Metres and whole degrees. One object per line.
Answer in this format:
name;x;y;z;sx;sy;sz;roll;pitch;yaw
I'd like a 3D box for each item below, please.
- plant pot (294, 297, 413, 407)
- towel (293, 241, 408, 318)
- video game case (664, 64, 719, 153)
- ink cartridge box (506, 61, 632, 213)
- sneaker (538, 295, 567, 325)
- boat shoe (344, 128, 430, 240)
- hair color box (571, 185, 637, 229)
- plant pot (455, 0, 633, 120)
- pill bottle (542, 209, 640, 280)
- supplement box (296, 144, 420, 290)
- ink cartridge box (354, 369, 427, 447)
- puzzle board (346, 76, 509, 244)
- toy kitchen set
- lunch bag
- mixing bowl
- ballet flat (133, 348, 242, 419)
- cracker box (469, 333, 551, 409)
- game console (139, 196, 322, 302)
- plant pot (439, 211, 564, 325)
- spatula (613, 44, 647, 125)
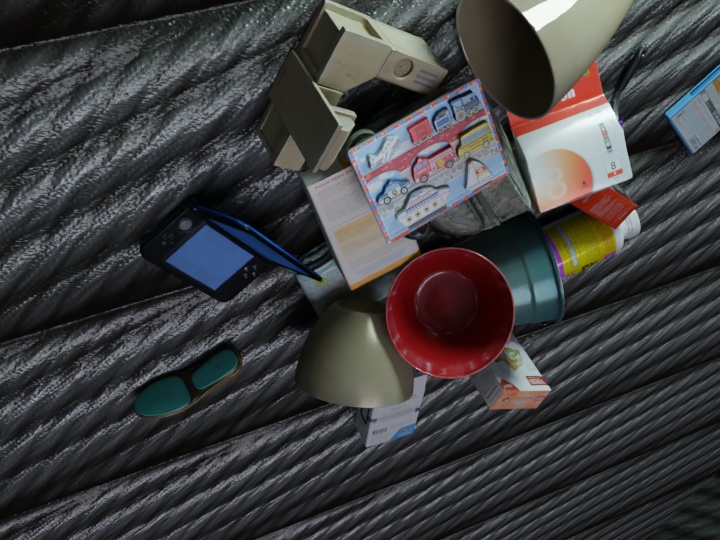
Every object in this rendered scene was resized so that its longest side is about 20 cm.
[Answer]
plant pot;-0.004;0.122;1.352;0.198;0.200;0.137;-1;104;-31
towel;0.000;0.000;1.378;0.198;0.048;0.172;-28;141;-2
video game case;0.645;-0.312;1.474;0.200;0.018;0.143;-43;139;16
ink cartridge box;0.317;-0.209;1.263;0.160;0.050;0.203;-20;111;-3
sneaker;0.312;0.067;1.608;0.197;0.100;0.071;-21;143;-9
boat shoe;0.048;-0.105;1.147;0.074;0.066;0.200;-31;126;0
hair color box;0.382;-0.149;1.415;0.198;0.102;0.061;18;122;-44
plant pot;0.261;-0.333;1.097;0.199;0.187;0.188;-36;144;-15
pill bottle;0.412;-0.059;1.530;0.198;0.105;0.105;-25;142;-6
supplement box;-0.002;-0.088;1.226;0.125;0.074;0.202;-26;127;-5
ink cartridge box;0.060;0.262;1.684;0.114;0.068;0.202;-13;139;-21
puzzle board;0.095;-0.142;1.100;0.198;0.017;0.152;-30;121;-5
toy kitchen set;0.000;-0.197;1.069;0.179;0.164;0.201;8;129;-38
lunch bag;0.148;-0.146;1.251;0.166;0.141;0.200;-21;143;18
mixing bowl;0.138;0.058;1.311;0.199;0.201;0.108;-35;-175;7
ballet flat;-0.286;0.198;1.409;0.198;0.068;0.072;-31;161;-5
cracker box;0.263;0.175;1.612;0.132;0.201;0.058;6;130;-37
game console;-0.185;-0.008;1.194;0.170;0.119;0.200;-39;140;12
plant pot;0.226;0.022;1.444;0.193;0.202;0.201;-18;141;-2
spatula;0.426;-0.280;1.363;0.056;0.021;0.202;-21;140;-32
